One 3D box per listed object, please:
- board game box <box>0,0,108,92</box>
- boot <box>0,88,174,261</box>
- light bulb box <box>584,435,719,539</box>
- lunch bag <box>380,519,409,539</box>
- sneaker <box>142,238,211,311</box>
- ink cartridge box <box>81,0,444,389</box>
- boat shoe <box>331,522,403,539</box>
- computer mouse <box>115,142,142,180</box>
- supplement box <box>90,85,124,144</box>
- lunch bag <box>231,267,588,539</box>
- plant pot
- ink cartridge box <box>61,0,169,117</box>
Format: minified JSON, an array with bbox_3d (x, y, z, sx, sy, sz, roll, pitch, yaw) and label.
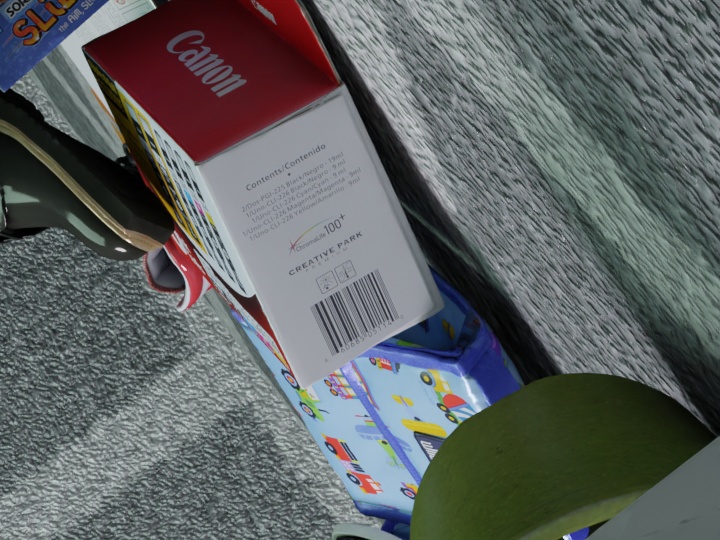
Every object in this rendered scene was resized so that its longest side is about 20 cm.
[{"bbox_3d":[-0.150,-0.154,1.455,0.034,0.135,0.200,49,175,-16],"label":"board game box"},{"bbox_3d":[-0.193,-0.017,1.488,0.200,0.139,0.077,35,-177,41],"label":"boot"},{"bbox_3d":[0.166,0.124,0.604,0.200,0.125,0.198,56,174,-13],"label":"light bulb box"},{"bbox_3d":[0.129,0.210,1.749,0.200,0.094,0.151,31,159,43],"label":"lunch bag"},{"bbox_3d":[-0.101,-0.028,1.946,0.071,0.112,0.200,53,174,0],"label":"sneaker"},{"bbox_3d":[-0.060,-0.066,1.419,0.176,0.084,0.200,66,169,-27],"label":"ink cartridge box"},{"bbox_3d":[0.051,0.196,1.521,0.200,0.060,0.074,27,166,32],"label":"boat shoe"},{"bbox_3d":[-0.096,-0.060,1.759,0.140,0.046,0.200,44,151,11],"label":"computer mouse"},{"bbox_3d":[-0.125,-0.090,2.011,0.069,0.066,0.200,48,174,18],"label":"supplement box"},{"bbox_3d":[0.049,0.069,1.463,0.200,0.094,0.151,23,149,55],"label":"lunch bag"},{"bbox_3d":[0.094,0.132,1.053,0.201,0.200,0.184,55,-175,-21],"label":"plant pot"},{"bbox_3d":[-0.128,-0.152,1.788,0.200,0.044,0.173,55,151,-12],"label":"ink cartridge box"}]
